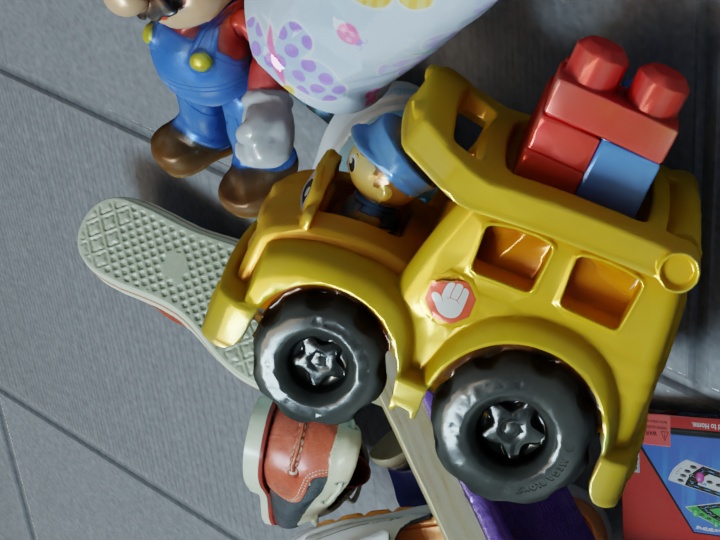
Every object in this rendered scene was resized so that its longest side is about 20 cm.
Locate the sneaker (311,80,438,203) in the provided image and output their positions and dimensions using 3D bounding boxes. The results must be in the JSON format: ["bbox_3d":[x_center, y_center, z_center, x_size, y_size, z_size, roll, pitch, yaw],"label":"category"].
[{"bbox_3d":[0.000,0.000,0.928,0.200,0.074,0.082,103,157,-48],"label":"sneaker"}]

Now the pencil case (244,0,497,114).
[{"bbox_3d":[0.035,-0.142,0.742,0.200,0.091,0.083,-33,95,44],"label":"pencil case"}]

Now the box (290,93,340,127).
[{"bbox_3d":[-0.061,-0.181,0.898,0.200,0.040,0.137,39,142,21],"label":"box"}]

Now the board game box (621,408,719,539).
[{"bbox_3d":[0.200,0.121,0.826,0.200,0.019,0.103,0,93,50],"label":"board game box"}]

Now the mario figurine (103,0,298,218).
[{"bbox_3d":[-0.090,-0.110,0.860,0.123,0.106,0.200,1,136,9],"label":"mario figurine"}]

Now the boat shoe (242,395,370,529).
[{"bbox_3d":[-0.025,0.114,1.052,0.062,0.071,0.200,8,166,6],"label":"boat shoe"}]

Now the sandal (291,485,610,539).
[{"bbox_3d":[0.031,0.165,0.963,0.206,0.059,0.079,-21,97,15],"label":"sandal"}]

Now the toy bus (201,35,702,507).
[{"bbox_3d":[0.053,-0.021,0.772,0.199,0.136,0.192,21,117,1],"label":"toy bus"}]

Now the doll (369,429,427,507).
[{"bbox_3d":[0.072,0.186,1.047,0.136,0.048,0.201,4,122,47],"label":"doll"}]

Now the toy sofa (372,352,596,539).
[{"bbox_3d":[0.064,0.113,0.900,0.083,0.097,0.201,106,139,-81],"label":"toy sofa"}]

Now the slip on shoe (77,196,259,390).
[{"bbox_3d":[-0.079,0.018,1.081,0.200,0.074,0.061,28,178,21],"label":"slip on shoe"}]
